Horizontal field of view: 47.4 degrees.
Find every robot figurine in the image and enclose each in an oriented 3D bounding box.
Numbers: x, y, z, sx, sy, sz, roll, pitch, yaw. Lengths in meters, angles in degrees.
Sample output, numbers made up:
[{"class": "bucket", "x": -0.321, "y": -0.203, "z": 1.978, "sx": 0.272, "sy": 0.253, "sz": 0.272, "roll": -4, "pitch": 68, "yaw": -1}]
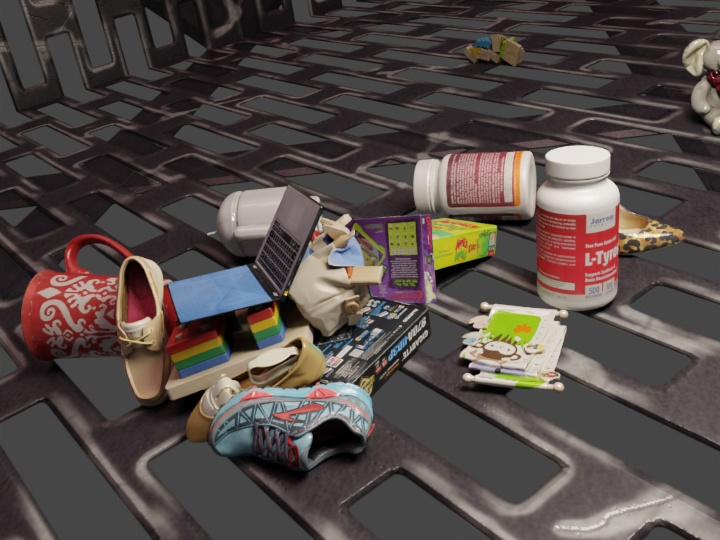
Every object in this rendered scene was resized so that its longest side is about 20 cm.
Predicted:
[{"class": "robot figurine", "x": -0.165, "y": -0.084, "z": 1.424, "sx": 0.196, "sy": 0.115, "sz": 0.170, "roll": -4, "pitch": 13, "yaw": 13}]

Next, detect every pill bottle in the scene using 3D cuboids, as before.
[{"class": "pill bottle", "x": 0.197, "y": -0.144, "z": 1.407, "sx": 0.196, "sy": 0.116, "sz": 0.115, "roll": 1, "pitch": 29, "yaw": 20}, {"class": "pill bottle", "x": 0.293, "y": -0.059, "z": 1.111, "sx": 0.110, "sy": 0.204, "sz": 0.113, "roll": -5, "pitch": 23, "yaw": 2}]

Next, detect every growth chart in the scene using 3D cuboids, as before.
[{"class": "growth chart", "x": 0.198, "y": 0.096, "z": 1.063, "sx": 0.142, "sy": 0.018, "sz": 0.201, "roll": 0, "pitch": 28, "yaw": 19}]

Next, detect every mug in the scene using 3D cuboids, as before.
[{"class": "mug", "x": -0.375, "y": 0.047, "z": 1.200, "sx": 0.195, "sy": 0.181, "sz": 0.134, "roll": 1, "pitch": 16, "yaw": 11}]

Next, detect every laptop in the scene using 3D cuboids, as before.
[{"class": "laptop", "x": -0.157, "y": -0.029, "z": 1.082, "sx": 0.114, "sy": 0.203, "sz": 0.187, "roll": 22, "pitch": 6, "yaw": -22}]

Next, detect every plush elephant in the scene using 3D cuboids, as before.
[{"class": "plush elephant", "x": 0.723, "y": -0.382, "z": 1.620, "sx": 0.161, "sy": 0.158, "sz": 0.201, "roll": -14, "pitch": 28, "yaw": -7}]

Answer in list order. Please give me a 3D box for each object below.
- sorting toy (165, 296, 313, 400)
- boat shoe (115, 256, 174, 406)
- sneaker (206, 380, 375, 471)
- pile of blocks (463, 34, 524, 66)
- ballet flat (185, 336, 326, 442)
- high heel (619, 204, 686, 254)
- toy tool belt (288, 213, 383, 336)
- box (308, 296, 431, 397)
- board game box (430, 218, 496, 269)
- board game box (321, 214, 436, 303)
[{"class": "sorting toy", "x": -0.166, "y": 0.070, "z": 1.118, "sx": 0.196, "sy": 0.071, "sz": 0.199, "roll": -21, "pitch": 18, "yaw": 5}, {"class": "boat shoe", "x": -0.296, "y": 0.078, "z": 1.096, "sx": 0.072, "sy": 0.204, "sz": 0.069, "roll": -12, "pitch": -15, "yaw": 2}, {"class": "sneaker", "x": -0.081, "y": 0.183, "z": 0.935, "sx": 0.196, "sy": 0.081, "sz": 0.096, "roll": -11, "pitch": 29, "yaw": -1}, {"class": "pile of blocks", "x": 0.377, "y": -0.618, "z": 2.265, "sx": 0.062, "sy": 0.084, "sz": 0.198, "roll": -31, "pitch": 33, "yaw": -34}, {"class": "ballet flat", "x": -0.137, "y": 0.138, "z": 0.997, "sx": 0.198, "sy": 0.063, "sz": 0.069, "roll": -30, "pitch": 43, "yaw": 1}, {"class": "high heel", "x": 0.385, "y": -0.101, "z": 1.229, "sx": 0.196, "sy": 0.145, "sz": 0.071, "roll": 6, "pitch": 31, "yaw": 29}, {"class": "toy tool belt", "x": -0.030, "y": -0.013, "z": 1.116, "sx": 0.122, "sy": 0.125, "sz": 0.201, "roll": -33, "pitch": 33, "yaw": 13}, {"class": "box", "x": -0.020, "y": 0.103, "z": 1.097, "sx": 0.157, "sy": 0.047, "sz": 0.200, "roll": 10, "pitch": 34, "yaw": 35}, {"class": "board game box", "x": 0.118, "y": -0.043, "z": 1.250, "sx": 0.100, "sy": 0.049, "sz": 0.198, "roll": 11, "pitch": 14, "yaw": 35}, {"class": "board game box", "x": 0.023, "y": -0.015, "z": 1.180, "sx": 0.198, "sy": 0.123, "sz": 0.032, "roll": 0, "pitch": 1, "yaw": 44}]
